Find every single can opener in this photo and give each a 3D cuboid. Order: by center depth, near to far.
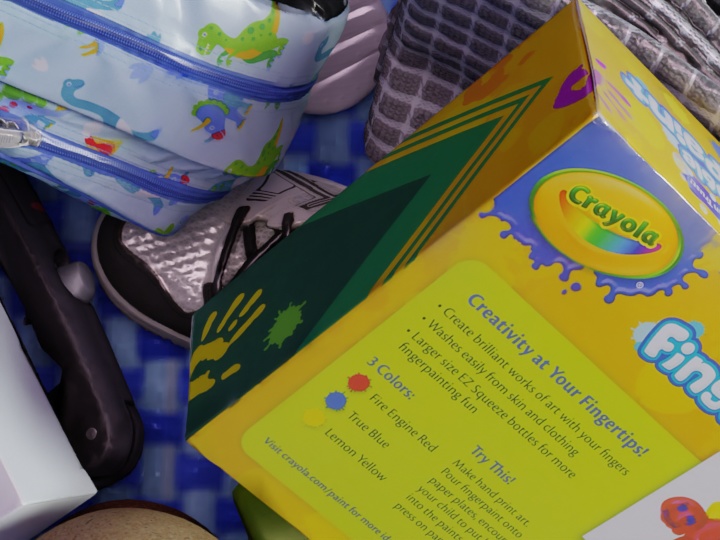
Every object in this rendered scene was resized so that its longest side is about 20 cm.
[{"bbox_3d":[-0.133,-0.007,0.867,0.063,0.079,0.201,-25,68,2],"label":"can opener"}]

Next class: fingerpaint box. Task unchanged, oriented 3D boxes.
[{"bbox_3d":[0.072,0.043,0.763,0.167,0.074,0.200,-39,117,22],"label":"fingerpaint box"}]

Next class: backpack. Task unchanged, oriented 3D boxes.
[{"bbox_3d":[-0.103,-0.102,0.808,0.198,0.163,0.155,10,110,-14],"label":"backpack"}]

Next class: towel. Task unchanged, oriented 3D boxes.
[{"bbox_3d":[0.098,-0.061,0.820,0.199,0.166,0.086,26,71,5],"label":"towel"}]

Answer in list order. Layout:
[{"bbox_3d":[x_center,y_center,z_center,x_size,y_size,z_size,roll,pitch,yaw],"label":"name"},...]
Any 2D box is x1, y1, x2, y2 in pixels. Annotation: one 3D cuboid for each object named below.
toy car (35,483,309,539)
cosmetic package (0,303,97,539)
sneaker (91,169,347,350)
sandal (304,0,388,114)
[{"bbox_3d":[-0.066,0.138,0.757,0.163,0.200,0.159,-24,77,-5],"label":"toy car"},{"bbox_3d":[-0.204,0.060,0.812,0.199,0.052,0.152,-35,78,20],"label":"cosmetic package"},{"bbox_3d":[0.000,0.000,0.849,0.198,0.088,0.076,13,78,5],"label":"sneaker"},{"bbox_3d":[-0.077,-0.134,0.903,0.206,0.059,0.079,42,96,-11],"label":"sandal"}]
